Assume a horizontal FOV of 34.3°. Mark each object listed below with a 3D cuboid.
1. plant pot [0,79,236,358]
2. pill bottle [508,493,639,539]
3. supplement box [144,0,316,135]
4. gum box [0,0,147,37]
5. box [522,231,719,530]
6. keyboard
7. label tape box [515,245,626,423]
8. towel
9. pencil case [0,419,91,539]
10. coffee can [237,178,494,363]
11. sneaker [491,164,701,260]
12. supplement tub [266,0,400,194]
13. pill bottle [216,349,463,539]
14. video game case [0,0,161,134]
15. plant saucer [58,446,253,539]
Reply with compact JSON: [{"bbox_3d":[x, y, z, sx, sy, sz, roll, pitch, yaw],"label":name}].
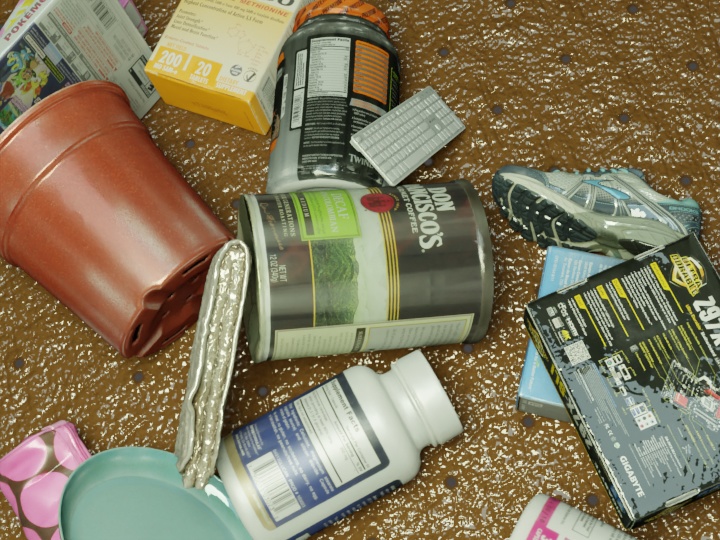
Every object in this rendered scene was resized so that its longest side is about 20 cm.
[{"bbox_3d":[-0.228,-0.036,1.081,0.195,0.201,0.201,43,80,12],"label":"plant pot"},{"bbox_3d":[0.207,0.270,0.924,0.199,0.113,0.114,24,74,17],"label":"pill bottle"},{"bbox_3d":[-0.117,-0.255,1.201,0.126,0.074,0.201,18,73,18],"label":"supplement box"},{"bbox_3d":[-0.325,-0.206,1.219,0.113,0.066,0.201,22,74,16],"label":"gum box"},{"bbox_3d":[0.246,0.088,0.956,0.159,0.049,0.201,-23,68,-5],"label":"box"},{"bbox_3d":[0.048,-0.127,1.078,0.056,0.200,0.011,44,122,2],"label":"keyboard"},{"bbox_3d":[0.248,0.071,1.023,0.199,0.063,0.145,12,71,10],"label":"label tape box"},{"bbox_3d":[-0.125,0.075,0.968,0.034,0.133,0.201,11,86,-11],"label":"towel"},{"bbox_3d":[-0.241,0.224,1.028,0.200,0.091,0.094,49,122,20],"label":"pencil case"},{"bbox_3d":[0.000,0.000,1.017,0.199,0.146,0.147,-5,67,-12],"label":"coffee can"},{"bbox_3d":[0.220,-0.058,1.083,0.199,0.078,0.087,23,62,9],"label":"sneaker"},{"bbox_3d":[-0.024,-0.151,1.120,0.122,0.123,0.201,0,68,9],"label":"supplement tub"},{"bbox_3d":[-0.017,0.151,1.008,0.199,0.111,0.111,-28,67,-3],"label":"pill bottle"},{"bbox_3d":[-0.283,-0.176,1.129,0.023,0.200,0.182,33,77,26],"label":"video game case"},{"bbox_3d":[-0.164,0.233,0.977,0.200,0.200,0.027,49,120,22],"label":"plant saucer"}]
